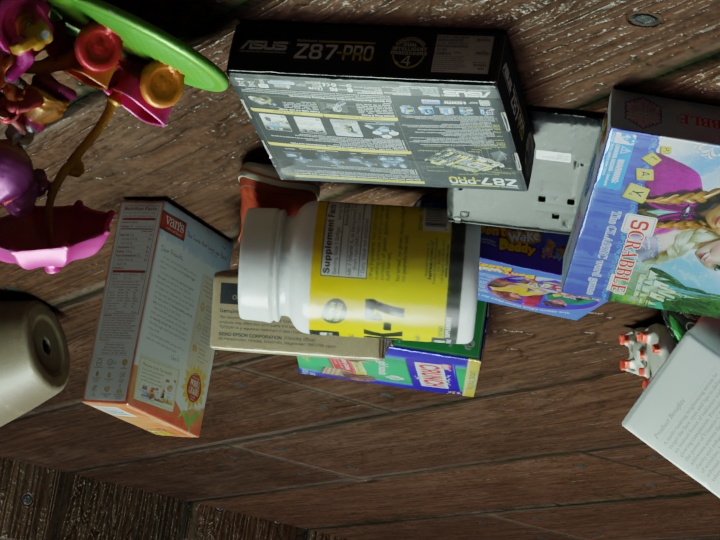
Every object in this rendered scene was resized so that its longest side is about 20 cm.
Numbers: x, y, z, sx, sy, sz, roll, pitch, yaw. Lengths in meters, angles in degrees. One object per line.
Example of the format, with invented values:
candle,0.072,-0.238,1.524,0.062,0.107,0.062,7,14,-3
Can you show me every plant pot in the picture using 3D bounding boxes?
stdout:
plant pot,-0.450,0.112,2.251,0.173,0.202,0.200,-15,157,17

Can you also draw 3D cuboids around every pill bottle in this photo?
pill bottle,0.000,0.000,1.589,0.198,0.115,0.114,4,164,2

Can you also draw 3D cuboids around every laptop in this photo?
laptop,0.162,-0.084,1.507,0.176,0.104,0.201,6,138,8

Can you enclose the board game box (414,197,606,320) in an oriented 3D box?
board game box,0.131,-0.008,1.724,0.198,0.045,0.134,12,164,-11

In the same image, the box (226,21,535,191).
box,0.019,-0.116,1.367,0.198,0.049,0.161,3,153,16

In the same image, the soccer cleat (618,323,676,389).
soccer cleat,0.311,0.084,1.879,0.077,0.070,0.200,-2,-177,-2

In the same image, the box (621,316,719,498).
box,0.354,0.141,1.684,0.200,0.107,0.152,37,-162,10

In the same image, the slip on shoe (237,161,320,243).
slip on shoe,-0.077,-0.048,1.673,0.073,0.062,0.200,11,163,-2

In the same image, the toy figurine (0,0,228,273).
toy figurine,-0.215,-0.094,1.299,0.199,0.185,0.150,30,173,-34

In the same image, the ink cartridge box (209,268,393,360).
ink cartridge box,-0.051,0.039,1.809,0.163,0.076,0.200,3,-179,3

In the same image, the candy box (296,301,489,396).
candy box,0.033,0.070,1.994,0.198,0.078,0.169,7,163,3

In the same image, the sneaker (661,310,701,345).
sneaker,0.374,0.057,1.806,0.199,0.078,0.085,22,125,-19

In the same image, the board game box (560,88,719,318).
board game box,0.266,-0.041,1.415,0.198,0.041,0.201,8,142,1

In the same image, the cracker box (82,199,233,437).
cracker box,-0.193,0.047,1.809,0.057,0.202,0.134,2,163,28
